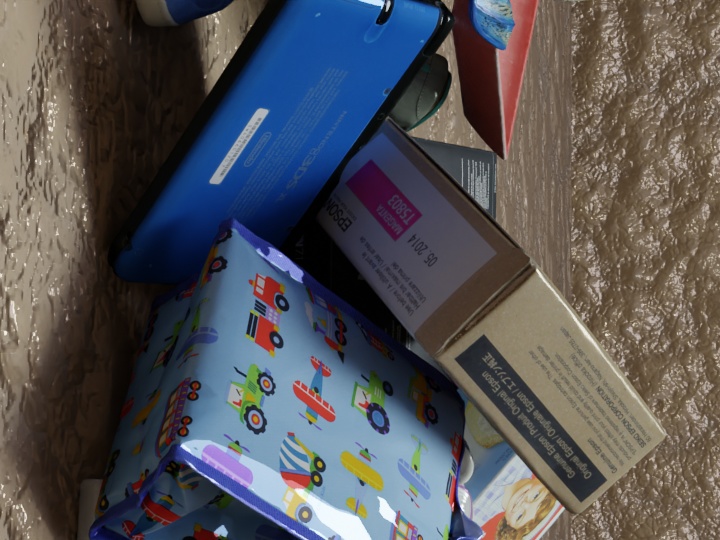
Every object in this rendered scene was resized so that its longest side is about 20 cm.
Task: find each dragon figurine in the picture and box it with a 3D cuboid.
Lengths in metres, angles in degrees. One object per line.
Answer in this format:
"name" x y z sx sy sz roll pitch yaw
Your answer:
"dragon figurine" 0.081 -0.165 0.873 0.200 0.059 0.100 35 27 -49

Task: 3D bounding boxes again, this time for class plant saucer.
"plant saucer" 0.098 -0.204 1.066 0.200 0.036 0.202 70 31 -72

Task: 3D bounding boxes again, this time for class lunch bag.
"lunch bag" -0.018 0.094 0.803 0.094 0.199 0.151 -43 -154 41

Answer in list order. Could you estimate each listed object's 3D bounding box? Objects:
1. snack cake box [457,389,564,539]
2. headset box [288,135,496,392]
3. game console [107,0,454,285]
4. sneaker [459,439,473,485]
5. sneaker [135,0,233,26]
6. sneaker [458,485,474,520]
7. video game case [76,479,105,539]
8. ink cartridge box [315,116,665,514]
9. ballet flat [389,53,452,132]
"snack cake box" 0.092 0.136 1.066 0.200 0.067 0.115 -49 146 -2
"headset box" 0.000 0.000 1.039 0.199 0.092 0.176 3 87 -52
"game console" -0.052 -0.099 0.859 0.170 0.119 0.201 4 130 -50
"sneaker" -0.027 0.089 0.890 0.081 0.198 0.077 47 -54 49
"sneaker" -0.055 -0.193 0.902 0.200 0.110 0.077 -60 146 -64
"sneaker" -0.019 0.176 0.957 0.199 0.099 0.075 -24 87 -33
"video game case" -0.065 0.188 0.833 0.199 0.018 0.145 11 77 -43
"ink cartridge box" 0.064 0.020 0.890 0.165 0.075 0.200 47 3 -37
"ballet flat" -0.001 -0.111 1.158 0.200 0.063 0.068 -41 -150 57
